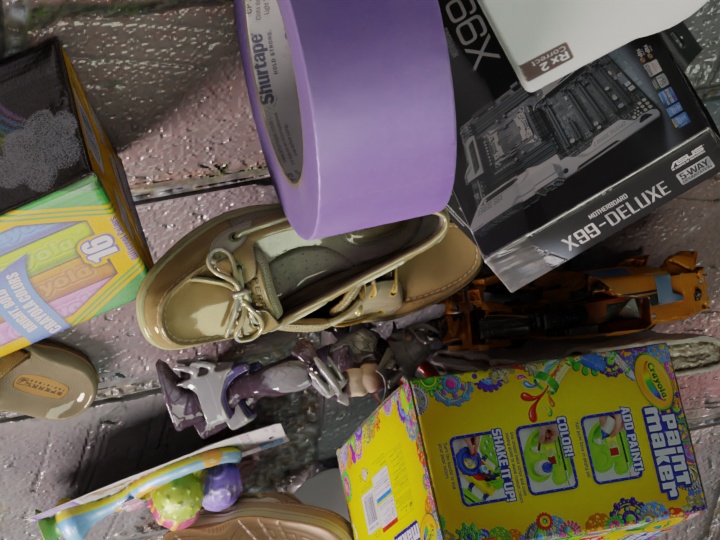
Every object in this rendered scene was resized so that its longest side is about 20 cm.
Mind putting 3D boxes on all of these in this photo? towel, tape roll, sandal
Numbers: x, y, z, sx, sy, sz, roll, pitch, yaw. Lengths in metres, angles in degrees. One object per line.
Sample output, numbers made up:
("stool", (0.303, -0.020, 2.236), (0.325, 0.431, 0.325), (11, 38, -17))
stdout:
("towel", (0.161, 0.066, 1.710), (0.198, 0.035, 0.132), (-5, -176, -21))
("tape roll", (-0.013, -0.124, 1.332), (0.084, 0.201, 0.201), (-12, 140, -12))
("sandal", (-0.263, 0.077, 1.564), (0.199, 0.054, 0.080), (17, 128, -38))

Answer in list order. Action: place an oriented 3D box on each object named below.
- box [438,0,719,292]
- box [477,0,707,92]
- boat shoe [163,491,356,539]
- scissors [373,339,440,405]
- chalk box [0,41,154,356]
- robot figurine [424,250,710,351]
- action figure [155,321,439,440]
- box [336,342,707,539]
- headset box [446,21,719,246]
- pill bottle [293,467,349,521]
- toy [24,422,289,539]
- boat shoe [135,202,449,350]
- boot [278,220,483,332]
("box", (0.118, -0.109, 1.410), (0.157, 0.201, 0.050), (-30, 144, 12))
("box", (0.135, -0.244, 1.316), (0.198, 0.131, 0.200), (-27, 141, 6))
("boat shoe", (-0.069, 0.194, 1.719), (0.199, 0.065, 0.072), (-5, 121, 46))
("scissors", (0.082, 0.133, 1.706), (0.014, 0.200, 0.073), (-38, 167, -39))
("chalk box", (-0.245, -0.027, 1.399), (0.199, 0.125, 0.124), (-22, 141, 2))
("robot figurine", (0.144, 0.023, 1.654), (0.198, 0.059, 0.145), (-6, 180, -24))
("action figure", (-0.039, 0.069, 1.615), (0.198, 0.070, 0.130), (-15, -177, 11))
("box", (0.107, 0.144, 1.584), (0.191, 0.123, 0.200), (-8, 164, -17))
("headset box", (0.139, -0.103, 1.525), (0.199, 0.075, 0.149), (-33, 140, 14))
("pill bottle", (-0.006, 0.255, 1.841), (0.115, 0.117, 0.201), (-15, 141, -8))
("toy", (-0.145, 0.171, 1.702), (0.198, 0.048, 0.115), (-17, 170, -2))
("boat shoe", (-0.042, -0.004, 1.397), (0.199, 0.063, 0.074), (-20, 111, -18))
("boot", (0.000, 0.000, 1.528), (0.198, 0.074, 0.155), (-8, 179, -9))
